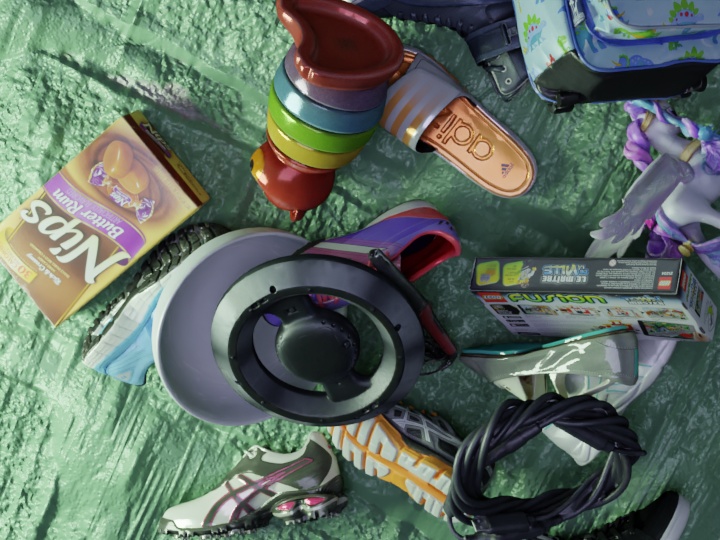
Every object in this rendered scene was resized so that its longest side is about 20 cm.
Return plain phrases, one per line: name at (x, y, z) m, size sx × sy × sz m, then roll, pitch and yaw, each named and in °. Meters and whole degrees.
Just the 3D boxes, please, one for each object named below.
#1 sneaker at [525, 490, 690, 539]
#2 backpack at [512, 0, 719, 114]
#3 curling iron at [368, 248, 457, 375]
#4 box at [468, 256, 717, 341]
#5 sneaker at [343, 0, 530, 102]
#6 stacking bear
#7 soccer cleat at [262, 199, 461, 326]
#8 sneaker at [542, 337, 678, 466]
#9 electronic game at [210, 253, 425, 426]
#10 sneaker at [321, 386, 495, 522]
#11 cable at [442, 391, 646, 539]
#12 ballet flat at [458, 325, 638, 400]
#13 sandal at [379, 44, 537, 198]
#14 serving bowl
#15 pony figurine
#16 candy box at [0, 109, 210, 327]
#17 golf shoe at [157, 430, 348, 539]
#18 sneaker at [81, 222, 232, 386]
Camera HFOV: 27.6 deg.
sneaker at (0.222, 0.272, 1.437) m, size 0.112 × 0.073 × 0.200 m, roll 36°, pitch 107°, yaw -1°
backpack at (0.224, -0.257, 1.251) m, size 0.182 × 0.147 × 0.201 m, roll -8°, pitch 75°, yaw -26°
curling iron at (0.046, 0.042, 1.374) m, size 0.049 × 0.026 × 0.200 m, roll -28°, pitch 142°, yaw 1°
box at (0.211, 0.026, 1.334) m, size 0.199 × 0.110 × 0.035 m, roll 1°, pitch 66°, yaw 31°
sneaker at (0.085, -0.217, 1.349) m, size 0.201 × 0.077 × 0.147 m, roll -14°, pitch 97°, yaw 11°
stacking bear at (-0.043, -0.138, 1.354) m, size 0.113 × 0.122 × 0.201 m, roll 2°, pitch 135°, yaw -24°
soccer cleat at (0.000, 0.000, 1.374) m, size 0.199 × 0.073 × 0.068 m, roll -27°, pitch 124°, yaw -13°
sneaker at (0.238, 0.090, 1.397) m, size 0.080 × 0.070 × 0.201 m, roll 35°, pitch 106°, yaw 3°
electronic game at (-0.039, 0.068, 1.354) m, size 0.199 × 0.042 × 0.201 m, roll 2°, pitch 127°, yaw 3°
sneaker at (0.045, 0.166, 1.447) m, size 0.200 × 0.077 × 0.078 m, roll 37°, pitch 137°, yaw 17°
cable at (0.172, 0.176, 1.355) m, size 0.199 × 0.051 × 0.164 m, roll -10°, pitch 125°, yaw -15°
ballet flat at (0.172, 0.094, 1.369) m, size 0.199 × 0.067 × 0.064 m, roll -11°, pitch 86°, yaw 44°
sandal at (0.079, -0.140, 1.376) m, size 0.206 × 0.059 × 0.079 m, roll 35°, pitch 105°, yaw 1°
serving bowl at (-0.115, 0.047, 1.416) m, size 0.199 × 0.066 × 0.201 m, roll -12°, pitch 117°, yaw -26°
pony figurine at (0.292, -0.062, 1.327) m, size 0.199 × 0.167 × 0.194 m, roll 33°, pitch 74°, yaw 4°
candy box at (-0.262, -0.050, 1.456) m, size 0.200 × 0.056 × 0.117 m, roll -39°, pitch 95°, yaw 16°
golf shoe at (-0.112, 0.224, 1.494) m, size 0.199 × 0.077 × 0.089 m, roll -13°, pitch 80°, yaw 10°
sneaker at (-0.187, 0.036, 1.465) m, size 0.090 × 0.078 × 0.200 m, roll 39°, pitch 106°, yaw -24°
